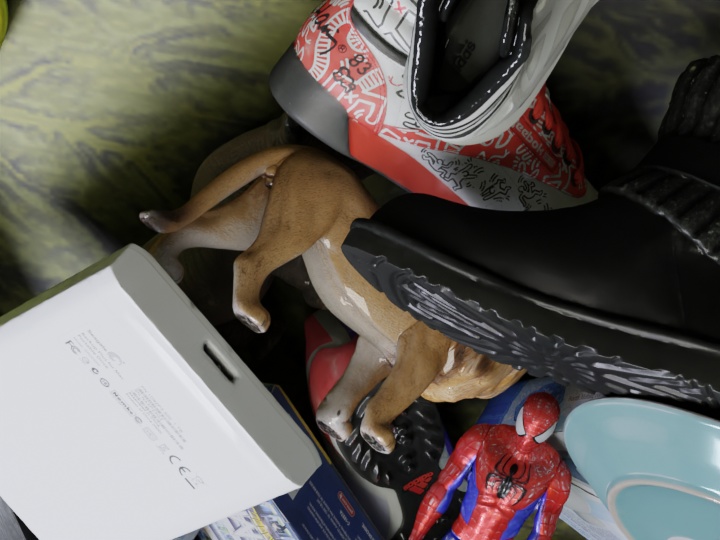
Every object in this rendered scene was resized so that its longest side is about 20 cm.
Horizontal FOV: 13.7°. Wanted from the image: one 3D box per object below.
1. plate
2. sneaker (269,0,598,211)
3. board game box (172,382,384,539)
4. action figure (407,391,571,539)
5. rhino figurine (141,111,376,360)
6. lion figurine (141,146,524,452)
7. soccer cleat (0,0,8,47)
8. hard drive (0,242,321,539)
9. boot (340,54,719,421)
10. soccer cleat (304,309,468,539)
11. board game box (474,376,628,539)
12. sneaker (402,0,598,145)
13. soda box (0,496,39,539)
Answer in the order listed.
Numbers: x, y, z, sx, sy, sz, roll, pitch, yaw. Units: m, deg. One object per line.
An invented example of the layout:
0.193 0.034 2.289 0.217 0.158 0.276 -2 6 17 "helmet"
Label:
0.174 0.122 1.325 0.200 0.026 0.200 27 160 11 "plate"
0.068 -0.075 1.354 0.201 0.067 0.108 30 114 -21 "sneaker"
-0.084 0.141 1.515 0.200 0.062 0.200 -1 135 39 "board game box"
0.051 0.140 1.405 0.065 0.052 0.200 26 114 7 "action figure"
-0.045 -0.021 1.430 0.087 0.060 0.200 32 122 -12 "rhino figurine"
0.000 0.000 1.364 0.200 0.123 0.072 46 161 -25 "lion figurine"
-0.241 -0.074 1.425 0.200 0.084 0.065 -33 112 32 "soccer cleat"
-0.119 0.069 1.391 0.132 0.026 0.200 50 143 -11 "hard drive"
0.113 -0.029 1.307 0.211 0.158 0.079 20 164 8 "boot"
0.017 0.097 1.509 0.068 0.073 0.200 -27 138 -5 "soccer cleat"
0.174 0.118 1.423 0.200 0.043 0.199 37 163 -15 "board game box"
0.083 -0.137 1.231 0.076 0.115 0.201 31 96 1 "sneaker"
-0.212 0.071 1.534 0.063 0.071 0.200 -7 124 20 "soda box"
